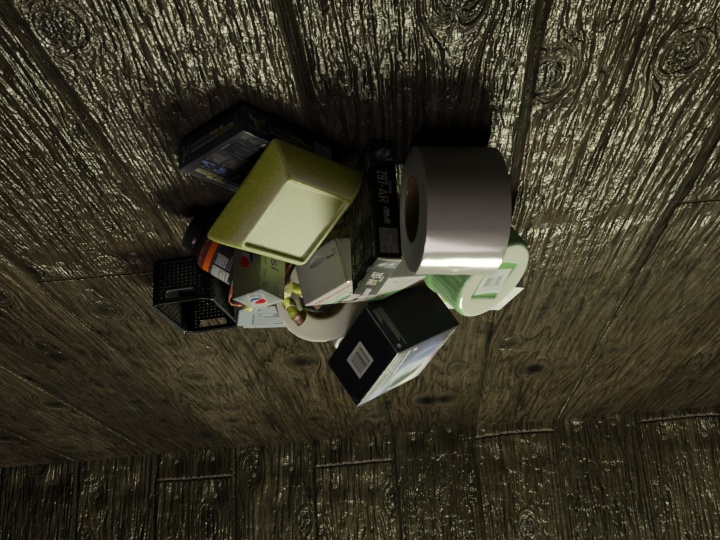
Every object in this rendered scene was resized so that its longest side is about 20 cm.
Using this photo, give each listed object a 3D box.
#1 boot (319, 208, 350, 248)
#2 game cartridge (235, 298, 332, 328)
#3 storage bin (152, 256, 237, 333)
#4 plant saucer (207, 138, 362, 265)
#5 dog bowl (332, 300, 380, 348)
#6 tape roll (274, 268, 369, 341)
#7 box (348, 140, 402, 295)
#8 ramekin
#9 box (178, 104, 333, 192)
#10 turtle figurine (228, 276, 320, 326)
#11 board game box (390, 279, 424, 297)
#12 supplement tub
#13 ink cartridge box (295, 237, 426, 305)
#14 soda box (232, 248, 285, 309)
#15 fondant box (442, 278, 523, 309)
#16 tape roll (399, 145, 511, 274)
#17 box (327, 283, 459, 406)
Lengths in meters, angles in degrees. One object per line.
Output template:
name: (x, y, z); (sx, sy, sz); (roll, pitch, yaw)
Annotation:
boot: (-0.046, -0.083, 1.617); (0.197, 0.075, 0.154); (10, 155, -36)
game cartridge: (-0.159, 0.081, 1.858); (0.195, 0.041, 0.134); (-1, 161, -12)
storage bin: (-0.342, 0.053, 1.877); (0.132, 0.096, 0.200); (-8, 159, 9)
plant saucer: (-0.108, -0.088, 1.397); (0.197, 0.048, 0.201); (15, 123, -45)
dog bowl: (0.017, 0.093, 1.976); (0.197, 0.080, 0.201); (-24, 162, -8)
tape roll: (-0.076, 0.041, 1.783); (0.198, 0.208, 0.037); (3, -165, -19)
box: (0.020, -0.082, 1.457); (0.042, 0.205, 0.161); (2, 157, -14)
ramekin: (0.223, -0.011, 1.682); (0.197, 0.098, 0.202); (-28, 145, -22)
box: (-0.161, -0.176, 1.395); (0.156, 0.052, 0.198); (-23, 152, 37)
turtle figurine: (-0.143, 0.022, 1.699); (0.161, 0.201, 0.064); (39, -178, -24)
board game box: (0.133, -0.012, 1.799); (0.149, 0.047, 0.200); (-18, 168, -32)
supplement tub: (-0.220, -0.027, 1.607); (0.197, 0.108, 0.107); (30, 155, 0)
ink cartridge box: (0.000, 0.000, 1.650); (0.197, 0.086, 0.144); (-3, 163, -40)
soda box: (-0.170, -0.042, 1.518); (0.067, 0.204, 0.063); (-18, 151, 33)
fondant box: (0.245, 0.036, 1.991); (0.195, 0.060, 0.145); (1, 158, -16)
tape roll: (0.148, -0.098, 1.443); (0.136, 0.207, 0.203); (1, 158, -10)
box: (0.069, 0.152, 1.850); (0.196, 0.124, 0.201); (-20, 154, -42)
